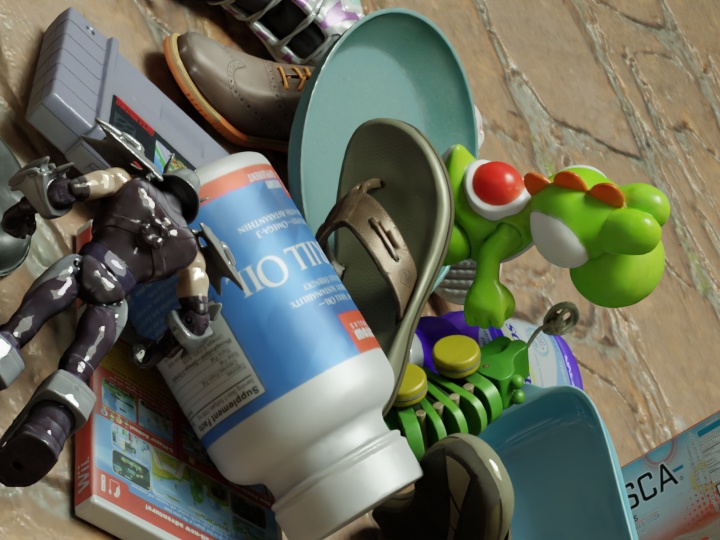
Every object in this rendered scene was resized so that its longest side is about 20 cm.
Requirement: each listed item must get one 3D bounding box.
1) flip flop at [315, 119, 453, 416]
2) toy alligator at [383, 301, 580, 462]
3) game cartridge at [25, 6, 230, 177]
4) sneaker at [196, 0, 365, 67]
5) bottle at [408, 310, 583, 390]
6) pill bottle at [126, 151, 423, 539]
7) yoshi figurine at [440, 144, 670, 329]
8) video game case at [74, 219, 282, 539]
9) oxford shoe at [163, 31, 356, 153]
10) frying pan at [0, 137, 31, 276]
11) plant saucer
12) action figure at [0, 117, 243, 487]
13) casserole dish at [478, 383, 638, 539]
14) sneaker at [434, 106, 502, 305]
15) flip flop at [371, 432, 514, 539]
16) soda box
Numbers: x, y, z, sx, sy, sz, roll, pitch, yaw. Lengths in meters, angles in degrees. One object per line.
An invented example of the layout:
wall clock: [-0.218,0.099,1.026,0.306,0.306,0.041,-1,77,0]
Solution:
flip flop: [0.000,0.000,1.296,0.058,0.081,0.201,39,62,-54]
toy alligator: [0.073,0.075,1.336,0.199,0.060,0.054,-26,41,-25]
game cartridge: [-0.114,-0.061,1.293,0.200,0.038,0.130,43,16,-23]
sneaker: [-0.079,-0.190,1.475,0.200,0.078,0.140,51,28,12]
bottle: [0.073,0.069,1.429,0.199,0.065,0.084,14,56,-52]
pill bottle: [-0.050,0.046,1.172,0.201,0.112,0.112,58,28,7]
yoshi figurine: [0.109,-0.017,1.359,0.112,0.199,0.113,5,90,-54]
video game case: [-0.101,0.079,1.196,0.143,0.017,0.201,34,34,-35]
oxford shoe: [-0.048,-0.120,1.437,0.199,0.073,0.072,25,39,-44]
frying pan: [-0.221,-0.030,1.118,0.115,0.031,0.190,44,26,-18]
plant saucer: [0.009,-0.072,1.414,0.199,0.036,0.202,-10,103,-52]
action figure: [-0.137,0.011,1.069,0.130,0.069,0.200,42,54,-8]
casserole dish: [0.119,0.166,1.338,0.039,0.121,0.201,31,39,-48]
sneaker: [0.065,-0.067,1.557,0.104,0.075,0.201,0,56,-52]
flip flop: [0.058,0.138,1.226,0.057,0.200,0.081,-33,74,-23]
soda box: [0.185,0.161,1.363,0.068,0.199,0.064,26,39,-46]
